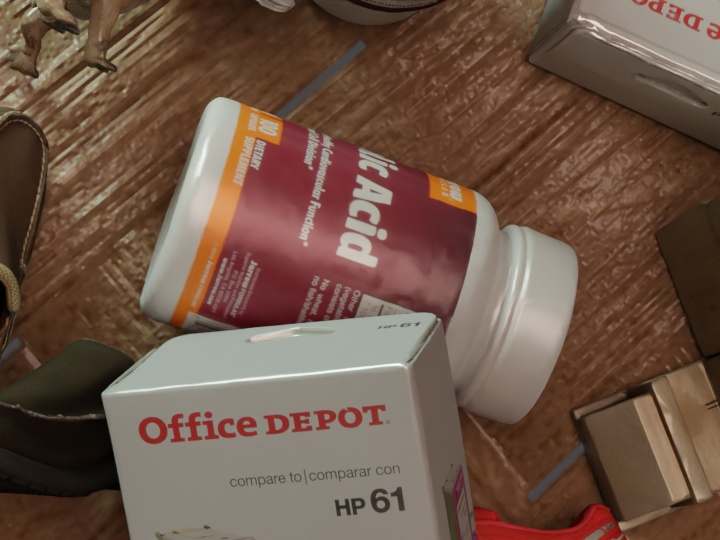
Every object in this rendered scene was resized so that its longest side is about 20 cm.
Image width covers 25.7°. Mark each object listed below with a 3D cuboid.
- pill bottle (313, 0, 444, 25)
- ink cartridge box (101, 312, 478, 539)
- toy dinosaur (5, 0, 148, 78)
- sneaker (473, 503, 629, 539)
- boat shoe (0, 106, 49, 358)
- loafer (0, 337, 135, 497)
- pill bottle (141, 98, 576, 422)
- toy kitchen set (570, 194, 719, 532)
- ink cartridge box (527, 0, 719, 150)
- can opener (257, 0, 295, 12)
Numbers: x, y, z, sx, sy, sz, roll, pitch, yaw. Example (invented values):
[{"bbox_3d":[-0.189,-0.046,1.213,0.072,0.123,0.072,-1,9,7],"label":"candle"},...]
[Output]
[{"bbox_3d":[0.025,-0.195,0.788,0.113,0.200,0.116,1,83,-12],"label":"pill bottle"},{"bbox_3d":[-0.023,0.130,0.712,0.143,0.085,0.203,-7,100,15],"label":"ink cartridge box"},{"bbox_3d":[-0.139,-0.176,0.779,0.085,0.200,0.137,15,76,20],"label":"toy dinosaur"},{"bbox_3d":[0.049,0.167,0.825,0.198,0.077,0.086,-9,65,-14],"label":"sneaker"},{"bbox_3d":[-0.186,0.007,0.756,0.075,0.074,0.204,39,55,-40],"label":"boat shoe"},{"bbox_3d":[-0.141,0.067,0.732,0.072,0.200,0.072,0,84,19],"label":"loafer"},{"bbox_3d":[0.000,0.000,0.795,0.198,0.114,0.115,19,79,-9],"label":"pill bottle"},{"bbox_3d":[0.213,0.057,0.807,0.162,0.180,0.202,-20,83,-13],"label":"toy kitchen set"},{"bbox_3d":[0.197,-0.186,0.885,0.144,0.085,0.202,23,77,-9],"label":"ink cartridge box"},{"bbox_3d":[-0.066,-0.216,0.800,0.067,0.053,0.202,-35,58,24],"label":"can opener"}]
